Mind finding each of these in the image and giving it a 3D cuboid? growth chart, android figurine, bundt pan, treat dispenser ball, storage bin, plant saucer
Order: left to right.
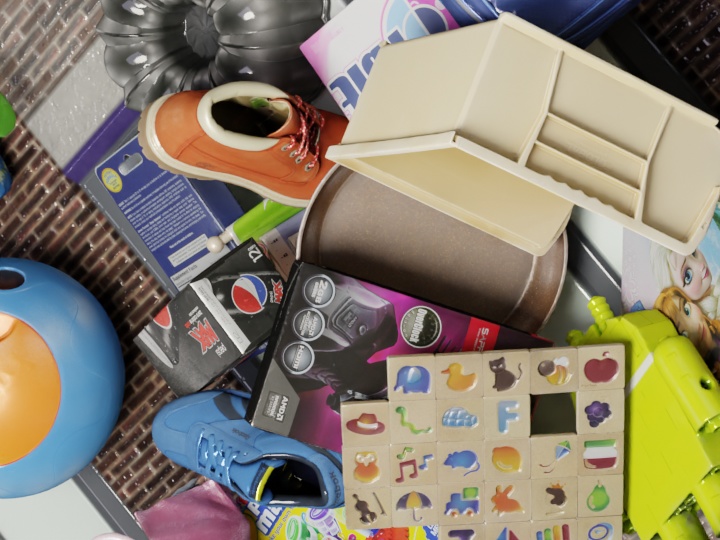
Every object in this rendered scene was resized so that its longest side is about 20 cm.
[{"bbox_3d":[-0.297,0.089,1.712,0.200,0.201,0.201,10,111,26],"label":"treat dispenser ball"},{"bbox_3d":[-0.124,-0.187,1.597,0.201,0.076,0.202,9,110,27],"label":"bundt pan"},{"bbox_3d":[0.000,0.000,1.570,0.145,0.018,0.200,-43,75,-12],"label":"growth chart"},{"bbox_3d":[0.051,-0.014,1.504,0.200,0.034,0.201,-1,105,-5],"label":"plant saucer"},{"bbox_3d":[0.114,-0.081,1.366,0.200,0.198,0.094,0,67,67],"label":"storage bin"},{"bbox_3d":[0.206,0.112,1.454,0.200,0.041,0.182,63,151,23],"label":"android figurine"}]

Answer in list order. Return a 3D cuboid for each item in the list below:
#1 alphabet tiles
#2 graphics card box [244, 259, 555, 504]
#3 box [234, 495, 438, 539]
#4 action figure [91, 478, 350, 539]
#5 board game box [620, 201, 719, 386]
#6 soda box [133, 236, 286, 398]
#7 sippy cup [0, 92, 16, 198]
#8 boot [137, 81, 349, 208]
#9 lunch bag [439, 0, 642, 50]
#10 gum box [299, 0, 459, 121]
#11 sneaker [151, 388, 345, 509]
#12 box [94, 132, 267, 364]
[{"bbox_3d":[0.087,0.133,1.448,0.199,0.008,0.168,-3,112,-2],"label":"alphabet tiles"},{"bbox_3d":[0.029,0.080,1.472,0.200,0.051,0.126,19,90,-9],"label":"graphics card box"},{"bbox_3d":[0.020,0.188,1.614,0.193,0.122,0.200,39,121,14],"label":"box"},{"bbox_3d":[-0.096,0.244,1.547,0.200,0.149,0.134,40,116,29],"label":"action figure"},{"bbox_3d":[0.253,0.020,1.414,0.199,0.041,0.201,28,123,57],"label":"board game box"},{"bbox_3d":[-0.112,0.041,1.570,0.071,0.063,0.200,52,157,1],"label":"soda box"},{"bbox_3d":[-0.368,-0.098,1.739,0.130,0.140,0.178,55,163,-10],"label":"sippy cup"},{"bbox_3d":[-0.052,-0.095,1.513,0.107,0.200,0.075,-17,70,58],"label":"boot"},{"bbox_3d":[0.142,-0.233,1.358,0.200,0.132,0.136,-41,86,-4],"label":"lunch bag"},{"bbox_3d":[0.067,-0.178,1.496,0.200,0.066,0.114,-37,86,33],"label":"gum box"},{"bbox_3d":[-0.086,0.138,1.542,0.200,0.078,0.066,10,112,30],"label":"sneaker"},{"bbox_3d":[-0.126,-0.022,1.643,0.200,0.032,0.121,55,147,-5],"label":"box"}]
